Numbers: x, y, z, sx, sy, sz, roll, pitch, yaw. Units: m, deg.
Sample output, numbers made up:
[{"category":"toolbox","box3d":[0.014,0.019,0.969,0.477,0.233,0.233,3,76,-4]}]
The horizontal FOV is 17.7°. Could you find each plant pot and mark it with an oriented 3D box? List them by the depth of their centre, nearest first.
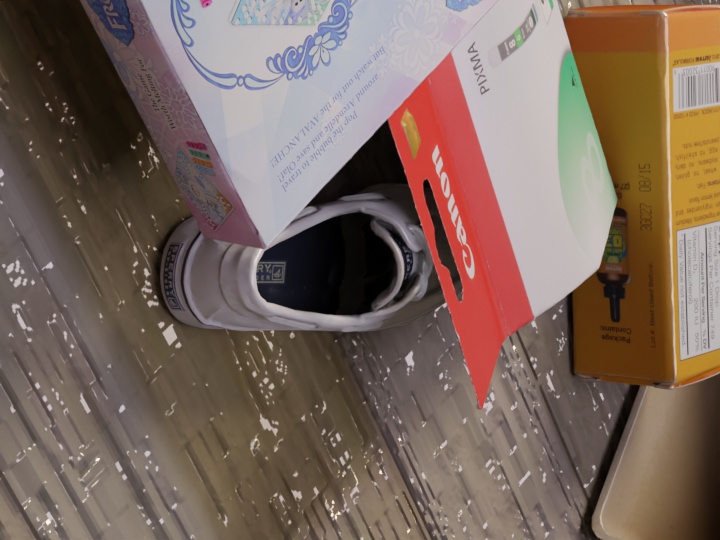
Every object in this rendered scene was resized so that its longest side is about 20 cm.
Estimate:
[{"category":"plant pot","box3d":[0.276,0.112,1.306,0.177,0.199,0.200,48,59,-53]}]

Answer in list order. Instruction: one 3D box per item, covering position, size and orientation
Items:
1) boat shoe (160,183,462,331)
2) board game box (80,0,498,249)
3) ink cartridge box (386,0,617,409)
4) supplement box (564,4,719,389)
[{"category":"boat shoe","box3d":[0.000,0.000,1.076,0.200,0.065,0.074,-13,103,-45]},{"category":"board game box","box3d":[-0.030,-0.149,0.940,0.200,0.043,0.199,-48,128,-30]},{"category":"ink cartridge box","box3d":[0.071,-0.054,1.102,0.200,0.050,0.161,-70,145,-59]},{"category":"supplement box","box3d":[0.155,-0.041,1.239,0.069,0.066,0.201,-9,101,-49]}]
